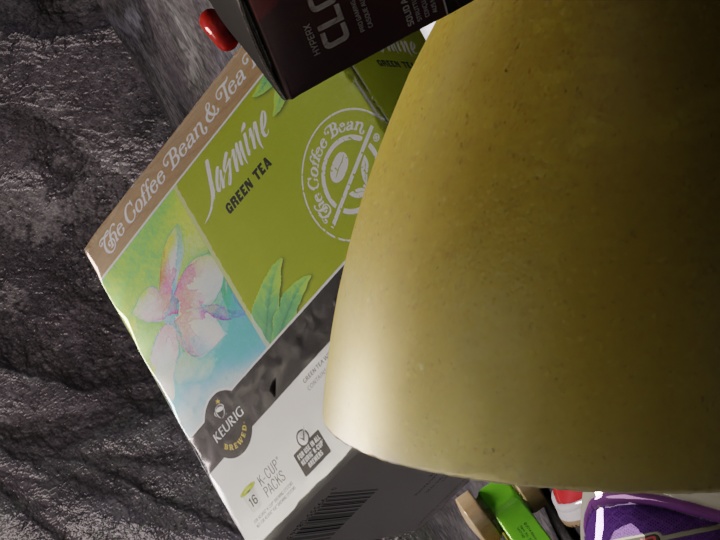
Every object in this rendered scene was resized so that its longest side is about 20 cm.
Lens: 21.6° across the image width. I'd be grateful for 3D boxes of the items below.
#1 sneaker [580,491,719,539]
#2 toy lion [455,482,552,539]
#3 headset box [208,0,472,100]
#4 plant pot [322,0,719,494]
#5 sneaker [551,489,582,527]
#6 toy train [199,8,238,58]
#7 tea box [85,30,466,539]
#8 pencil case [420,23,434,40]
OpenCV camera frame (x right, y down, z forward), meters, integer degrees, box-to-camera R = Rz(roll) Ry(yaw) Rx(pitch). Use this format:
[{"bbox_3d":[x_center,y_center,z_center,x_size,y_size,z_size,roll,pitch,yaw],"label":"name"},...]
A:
[{"bbox_3d":[0.160,0.100,0.557,0.081,0.199,0.084,-2,-79,-58],"label":"sneaker"},{"bbox_3d":[0.174,0.273,1.521,0.192,0.069,0.200,57,177,-39],"label":"toy lion"},{"bbox_3d":[0.010,-0.142,0.501,0.149,0.200,0.075,55,171,45],"label":"headset box"},{"bbox_3d":[0.086,-0.027,0.579,0.200,0.199,0.143,-148,55,-75],"label":"plant pot"},{"bbox_3d":[0.125,0.073,1.022,0.113,0.071,0.200,56,165,6],"label":"sneaker"},{"bbox_3d":[-0.055,-0.169,1.360,0.116,0.085,0.200,50,-179,-39],"label":"toy train"},{"bbox_3d":[0.000,0.000,0.932,0.133,0.200,0.197,-1,-129,-49],"label":"tea box"},{"bbox_3d":[0.034,-0.149,0.754,0.091,0.083,0.200,-39,77,49],"label":"pencil case"}]
